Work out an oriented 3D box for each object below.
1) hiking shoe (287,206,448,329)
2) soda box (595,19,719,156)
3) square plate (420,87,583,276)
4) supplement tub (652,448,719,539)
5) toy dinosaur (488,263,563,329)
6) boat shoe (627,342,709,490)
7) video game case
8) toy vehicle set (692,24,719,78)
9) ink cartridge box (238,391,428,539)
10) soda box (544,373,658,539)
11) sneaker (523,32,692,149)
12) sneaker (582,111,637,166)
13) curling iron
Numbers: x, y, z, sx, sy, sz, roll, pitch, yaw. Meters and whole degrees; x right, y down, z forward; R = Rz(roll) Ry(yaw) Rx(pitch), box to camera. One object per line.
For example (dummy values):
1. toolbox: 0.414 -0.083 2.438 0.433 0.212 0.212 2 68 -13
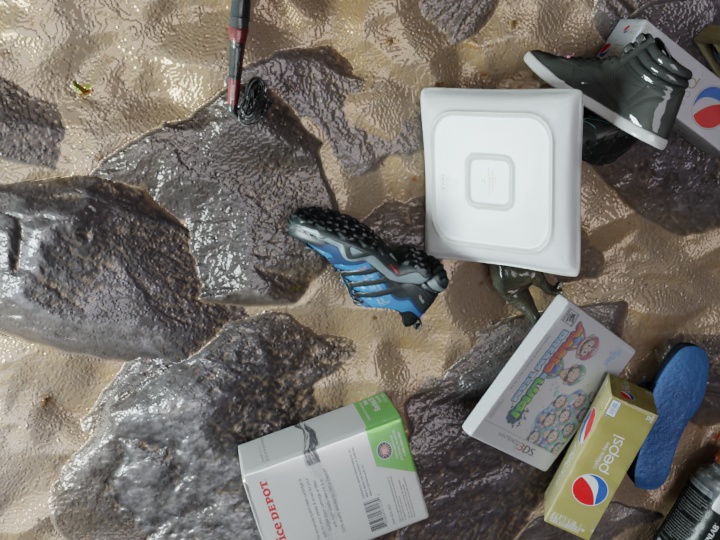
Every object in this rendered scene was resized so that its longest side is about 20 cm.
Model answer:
1. hiking shoe: 0.000 0.000 1.028 0.199 0.075 0.087 26 111 -10
2. soda box: 0.375 -0.214 1.066 0.199 0.064 0.068 31 97 -19
3. square plate: 0.148 -0.099 0.995 0.028 0.197 0.202 -24 116 -51
4. supplement tub: 0.479 0.351 1.214 0.122 0.123 0.201 25 99 -18
5. toy dinosaur: 0.194 -0.018 1.085 0.101 0.077 0.202 1 110 1
6. boat shoe: 0.387 0.183 1.179 0.083 0.069 0.202 22 99 -9
7. video game case: 0.239 0.146 1.122 0.181 0.024 0.201 31 97 -41
8. toy vehicle set: 0.486 -0.202 1.061 0.026 0.124 0.200 -41 109 1
9. ink cartridge box: -0.034 0.257 1.092 0.198 0.084 0.147 -18 108 -8
10. soda box: 0.303 0.239 1.146 0.064 0.068 0.201 23 111 3
11. sneaker: 0.275 -0.221 0.984 0.070 0.200 0.100 6 118 -52
12. sneaker: 0.251 -0.164 1.045 0.198 0.080 0.076 -16 152 -28
13. curling iron: -0.122 -0.258 0.964 0.049 0.025 0.202 -8 103 -33
